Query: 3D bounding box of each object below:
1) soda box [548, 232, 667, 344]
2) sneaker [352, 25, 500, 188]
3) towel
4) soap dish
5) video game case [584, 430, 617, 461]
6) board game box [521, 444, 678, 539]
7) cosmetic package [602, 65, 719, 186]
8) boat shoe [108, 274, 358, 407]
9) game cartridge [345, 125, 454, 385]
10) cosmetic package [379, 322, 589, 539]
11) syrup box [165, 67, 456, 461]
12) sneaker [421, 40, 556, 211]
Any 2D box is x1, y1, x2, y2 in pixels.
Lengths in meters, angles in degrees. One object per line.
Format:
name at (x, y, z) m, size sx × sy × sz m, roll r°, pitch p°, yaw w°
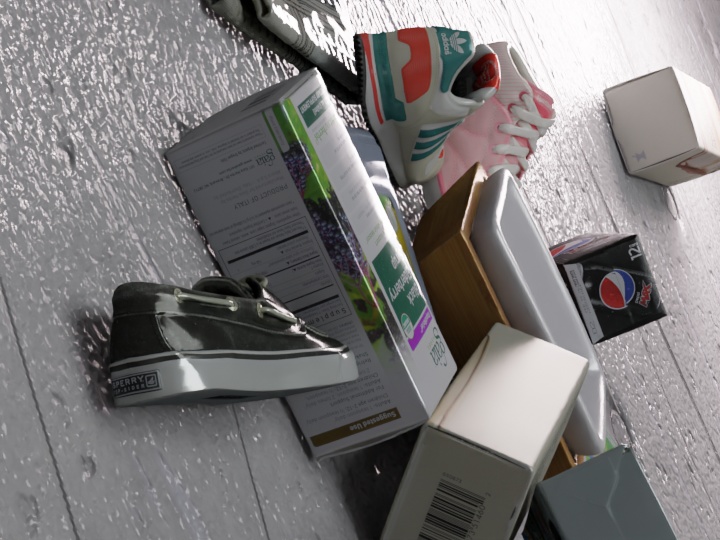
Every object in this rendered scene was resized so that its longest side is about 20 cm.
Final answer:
soda box at (0.182, 0.011, 1.520) m, size 0.200 × 0.063 × 0.071 m, roll -167°, pitch -124°, yaw -86°
sneaker at (0.056, -0.114, 1.336) m, size 0.200 × 0.093 × 0.071 m, roll 56°, pitch 25°, yaw -68°
towel at (-0.059, -0.225, 1.280) m, size 0.200 × 0.034 × 0.194 m, roll 27°, pitch 47°, yaw -60°
soap dish at (0.102, 0.039, 1.353) m, size 0.201 × 0.081 × 0.157 m, roll 64°, pitch 15°, yaw -15°
video game case at (0.205, 0.209, 1.551) m, size 0.200 × 0.022 × 0.183 m, roll 52°, pitch 27°, yaw -38°
board game box at (0.160, 0.199, 1.168) m, size 0.200 × 0.064 × 0.148 m, roll 81°, pitch -15°, yaw -74°
cosmetic package at (0.351, -0.160, 2.166) m, size 0.200 × 0.087 × 0.104 m, roll 1°, pitch 71°, yaw -68°
boat shoe at (-0.060, 0.033, 0.977) m, size 0.200 × 0.070 × 0.064 m, roll 7°, pitch 74°, yaw -65°
game cartridge at (0.000, 0.000, 1.219) m, size 0.133 × 0.040 × 0.201 m, roll -3°, pitch 73°, yaw -65°
cosmetic package at (0.078, 0.116, 1.189) m, size 0.200 × 0.073 × 0.104 m, roll -45°, pitch 157°, yaw -69°
syrup box at (-0.024, -0.003, 1.094) m, size 0.201 × 0.081 × 0.079 m, roll 64°, pitch 22°, yaw -11°
sneaker at (0.102, -0.086, 1.456) m, size 0.075 × 0.104 × 0.201 m, roll 37°, pitch 39°, yaw -58°
